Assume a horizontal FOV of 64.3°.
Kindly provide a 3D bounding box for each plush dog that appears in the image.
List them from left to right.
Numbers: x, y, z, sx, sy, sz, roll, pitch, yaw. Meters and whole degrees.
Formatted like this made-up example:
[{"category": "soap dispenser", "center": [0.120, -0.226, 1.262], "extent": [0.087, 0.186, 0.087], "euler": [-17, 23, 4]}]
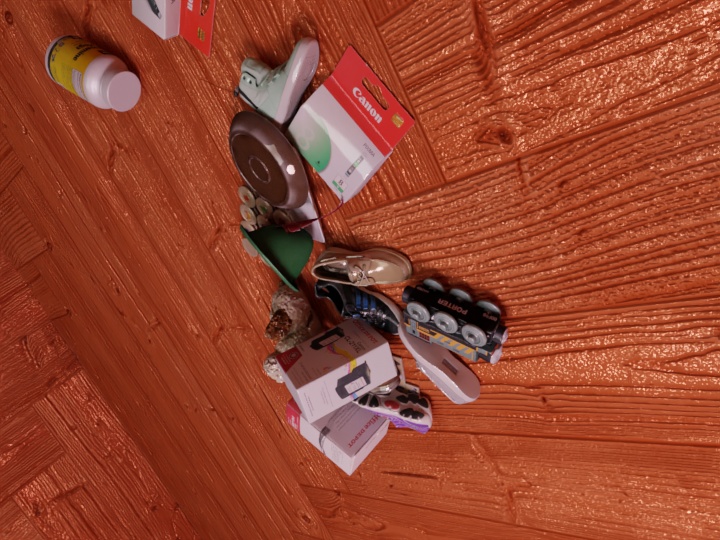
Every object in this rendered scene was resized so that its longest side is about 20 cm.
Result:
[{"category": "plush dog", "center": [-0.140, 0.113, 1.228], "extent": [0.157, 0.202, 0.174], "euler": [-12, 128, 10]}]

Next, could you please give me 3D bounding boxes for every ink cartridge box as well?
[{"category": "ink cartridge box", "center": [-0.330, -0.502, 1.006], "extent": [0.173, 0.043, 0.202], "euler": [40, 139, 13]}, {"category": "ink cartridge box", "center": [-0.048, 0.185, 1.124], "extent": [0.145, 0.197, 0.084], "euler": [35, 147, 59]}, {"category": "ink cartridge box", "center": [-0.051, 0.337, 1.301], "extent": [0.198, 0.146, 0.084], "euler": [33, 139, 25]}, {"category": "ink cartridge box", "center": [-0.024, -0.229, 0.934], "extent": [0.161, 0.050, 0.200], "euler": [49, 142, 1]}]

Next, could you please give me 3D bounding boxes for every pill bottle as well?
[{"category": "pill bottle", "center": [-0.571, -0.420, 1.231], "extent": [0.198, 0.112, 0.114], "euler": [30, 136, 20]}]

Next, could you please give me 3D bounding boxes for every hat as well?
[{"category": "hat", "center": [-0.111, -0.075, 1.103], "extent": [0.200, 0.176, 0.166], "euler": [45, 177, 40]}]

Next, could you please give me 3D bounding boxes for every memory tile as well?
[{"category": "memory tile", "center": [-0.199, -0.078, 1.209], "extent": [0.152, 0.017, 0.202], "euler": [34, 145, 20]}]

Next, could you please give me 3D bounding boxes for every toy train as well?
[{"category": "toy train", "center": [0.160, 0.091, 0.990], "extent": [0.197, 0.086, 0.115], "euler": [22, 145, 26]}]

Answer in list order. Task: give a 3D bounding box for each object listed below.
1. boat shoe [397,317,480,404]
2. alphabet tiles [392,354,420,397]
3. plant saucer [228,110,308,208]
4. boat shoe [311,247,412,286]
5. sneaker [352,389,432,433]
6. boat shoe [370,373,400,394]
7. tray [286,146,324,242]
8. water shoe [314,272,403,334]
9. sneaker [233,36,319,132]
[{"category": "boat shoe", "center": [0.139, 0.174, 1.083], "extent": [0.199, 0.072, 0.069], "euler": [40, 139, -3]}, {"category": "alphabet tiles", "center": [0.062, 0.257, 1.255], "extent": [0.165, 0.008, 0.204], "euler": [13, 128, 35]}, {"category": "plant saucer", "center": [-0.176, -0.191, 1.045], "extent": [0.198, 0.032, 0.202], "euler": [34, 150, 22]}, {"category": "boat shoe", "center": [0.000, 0.000, 1.062], "extent": [0.196, 0.065, 0.074], "euler": [7, 124, 28]}, {"category": "sneaker", "center": [0.061, 0.297, 1.225], "extent": [0.197, 0.081, 0.085], "euler": [18, 137, 30]}, {"category": "boat shoe", "center": [-0.005, 0.213, 1.227], "extent": [0.196, 0.076, 0.073], "euler": [-6, 113, 34]}, {"category": "tray", "center": [-0.123, -0.151, 1.081], "extent": [0.106, 0.022, 0.203], "euler": [21, 139, 41]}, {"category": "water shoe", "center": [-0.005, 0.075, 1.121], "extent": [0.198, 0.079, 0.072], "euler": [34, 138, 18]}, {"category": "sneaker", "center": [-0.146, -0.326, 0.944], "extent": [0.118, 0.074, 0.201], "euler": [41, 142, -1]}]
